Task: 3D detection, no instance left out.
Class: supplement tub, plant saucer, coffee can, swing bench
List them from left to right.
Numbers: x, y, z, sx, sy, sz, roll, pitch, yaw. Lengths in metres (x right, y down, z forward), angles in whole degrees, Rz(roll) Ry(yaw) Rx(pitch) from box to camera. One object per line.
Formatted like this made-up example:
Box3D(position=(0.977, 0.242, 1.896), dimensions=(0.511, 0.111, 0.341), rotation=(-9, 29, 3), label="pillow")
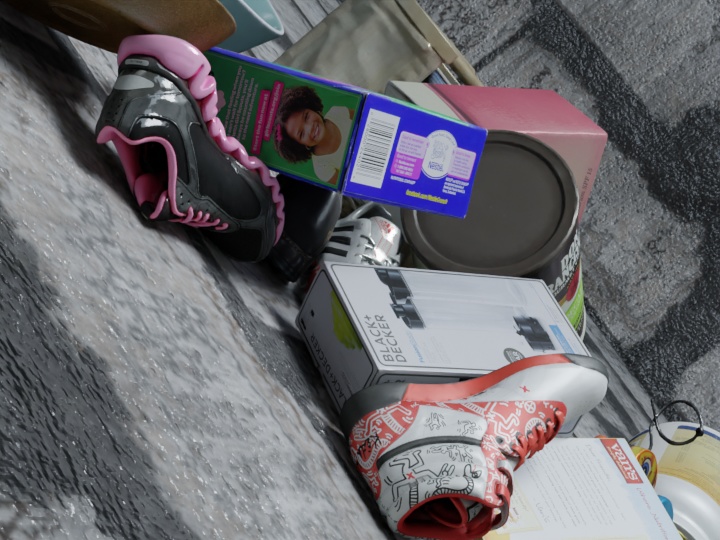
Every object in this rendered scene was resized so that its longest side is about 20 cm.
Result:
Box3D(position=(-0.180, -0.182, 1.058), dimensions=(0.199, 0.036, 0.200), rotation=(21, -7, 3), label="plant saucer")
Box3D(position=(0.019, -0.162, 1.621), dimensions=(0.200, 0.199, 0.130), rotation=(41, 13, -45), label="swing bench")
Box3D(position=(0.119, -0.004, 1.384), dimensions=(0.147, 0.146, 0.200), rotation=(57, -8, 31), label="coffee can")
Box3D(position=(0.274, 0.232, 1.438), dimensions=(0.145, 0.144, 0.200), rotation=(51, 27, 2), label="supplement tub")

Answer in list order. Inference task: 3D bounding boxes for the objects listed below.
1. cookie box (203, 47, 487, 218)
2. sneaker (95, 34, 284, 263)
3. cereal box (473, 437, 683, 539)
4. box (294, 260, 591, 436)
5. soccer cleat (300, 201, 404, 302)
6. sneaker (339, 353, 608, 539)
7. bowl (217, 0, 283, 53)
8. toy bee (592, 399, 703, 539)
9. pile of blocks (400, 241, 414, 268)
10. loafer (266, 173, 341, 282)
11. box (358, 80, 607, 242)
Box3D(position=(-0.036, -0.105, 1.185), dimensions=(0.199, 0.076, 0.171), rotation=(19, 6, 33), label="cookie box")
Box3D(position=(-0.117, -0.059, 1.065), dimensions=(0.200, 0.078, 0.096), rotation=(59, 40, -44), label="sneaker")
Box3D(position=(0.145, 0.186, 1.147), dimensions=(0.199, 0.040, 0.144), rotation=(6, 45, -38), label="cereal box")
Box3D(position=(0.065, 0.059, 1.168), dimensions=(0.199, 0.060, 0.117), rotation=(5, 39, -30), label="box")
Box3D(position=(0.000, 0.000, 1.289), dimensions=(0.069, 0.085, 0.200), rotation=(48, 10, -19), label="soccer cleat")
Box3D(position=(0.093, 0.122, 1.076), dimensions=(0.067, 0.200, 0.108), rotation=(107, -32, -44), label="sneaker")
Box3D(position=(-0.166, -0.246, 1.363), dimensions=(0.201, 0.105, 0.201), rotation=(49, 10, -12), label="bowl")
Box3D(position=(0.201, 0.181, 1.295), dimensions=(0.109, 0.130, 0.201), rotation=(45, 43, -50), label="toy bee")
Box3D(position=(0.019, 0.000, 1.477), dimensions=(0.082, 0.062, 0.200), rotation=(38, -2, 24), label="pile of blocks")
Box3D(position=(-0.050, -0.049, 1.277), dimensions=(0.073, 0.072, 0.200), rotation=(49, 11, -15), label="loafer")
Box3D(position=(0.117, -0.101, 1.551), dimensions=(0.199, 0.129, 0.109), rotation=(-2, 30, -30), label="box")
